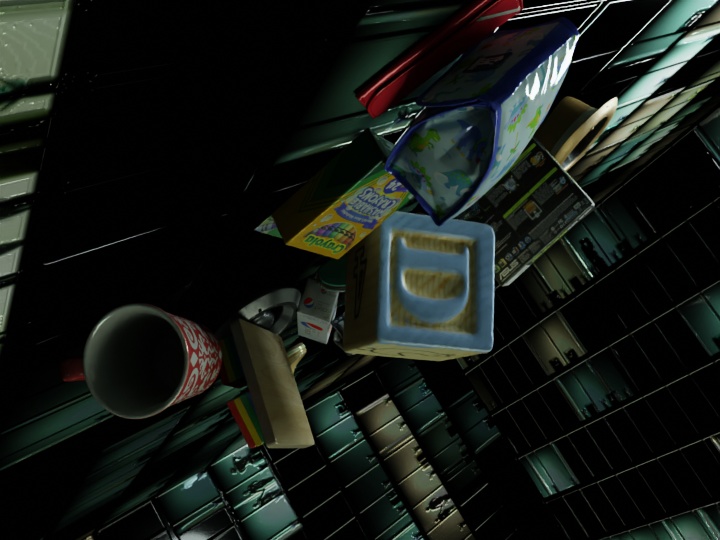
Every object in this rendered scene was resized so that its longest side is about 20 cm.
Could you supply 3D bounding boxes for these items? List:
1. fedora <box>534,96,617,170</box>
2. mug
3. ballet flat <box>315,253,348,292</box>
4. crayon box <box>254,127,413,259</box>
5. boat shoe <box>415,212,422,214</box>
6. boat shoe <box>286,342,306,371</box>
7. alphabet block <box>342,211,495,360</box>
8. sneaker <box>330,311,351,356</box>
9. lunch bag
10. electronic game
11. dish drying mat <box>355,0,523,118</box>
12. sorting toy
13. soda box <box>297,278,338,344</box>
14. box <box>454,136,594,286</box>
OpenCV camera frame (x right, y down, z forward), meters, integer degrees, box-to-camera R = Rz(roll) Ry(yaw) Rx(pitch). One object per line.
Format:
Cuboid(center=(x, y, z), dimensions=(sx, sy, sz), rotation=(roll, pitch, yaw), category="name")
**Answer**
Cuboid(center=(0.358, -0.241, 1.276), dimensions=(0.200, 0.082, 0.201), rotation=(-43, 166, -13), category="fedora")
Cuboid(center=(-0.279, 0.109, 0.975), dimensions=(0.200, 0.174, 0.136), rotation=(46, 64, -82), category="mug")
Cuboid(center=(0.000, 0.000, 1.315), dimensions=(0.197, 0.075, 0.074), rotation=(-22, 164, -29), category="ballet flat")
Cuboid(center=(-0.023, -0.082, 0.939), dimensions=(0.199, 0.052, 0.125), rotation=(-38, 156, 21), category="crayon box")
Cuboid(center=(0.122, -0.054, 1.364), dimensions=(0.077, 0.071, 0.200), rotation=(-54, 165, 7), category="boat shoe")
Cuboid(center=(-0.188, 0.252, 1.811), dimensions=(0.071, 0.077, 0.200), rotation=(-18, 160, -50), category="boat shoe")
Cuboid(center=(0.087, 0.033, 1.170), dimensions=(0.191, 0.201, 0.200), rotation=(8, 168, -14), category="alphabet block")
Cuboid(center=(-0.011, 0.068, 1.361), dimensions=(0.106, 0.203, 0.071), rotation=(-14, 143, -4), category="sneaker")
Cuboid(center=(0.137, -0.171, 0.804), dimensions=(0.170, 0.127, 0.200), rotation=(-46, -178, -29), category="lunch bag")
Cuboid(center=(-0.186, 0.093, 1.269), dimensions=(0.198, 0.042, 0.201), rotation=(-35, 161, -14), category="electronic game")
Cuboid(center=(0.085, -0.230, 0.775), dimensions=(0.199, 0.018, 0.077), rotation=(-36, 169, 10), category="dish drying mat")
Cuboid(center=(-0.163, 0.200, 1.205), dimensions=(0.068, 0.202, 0.200), rotation=(-22, 163, 7), category="sorting toy")
Cuboid(center=(-0.081, 0.080, 1.390), dimensions=(0.200, 0.062, 0.069), rotation=(106, 1, -73), category="soda box")
Cuboid(center=(0.246, -0.111, 1.211), dimensions=(0.200, 0.194, 0.047), rotation=(-45, 163, 19), category="box")
